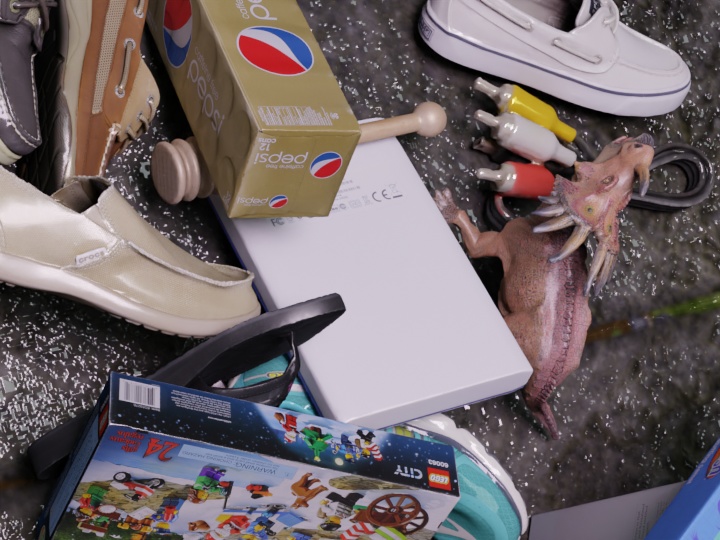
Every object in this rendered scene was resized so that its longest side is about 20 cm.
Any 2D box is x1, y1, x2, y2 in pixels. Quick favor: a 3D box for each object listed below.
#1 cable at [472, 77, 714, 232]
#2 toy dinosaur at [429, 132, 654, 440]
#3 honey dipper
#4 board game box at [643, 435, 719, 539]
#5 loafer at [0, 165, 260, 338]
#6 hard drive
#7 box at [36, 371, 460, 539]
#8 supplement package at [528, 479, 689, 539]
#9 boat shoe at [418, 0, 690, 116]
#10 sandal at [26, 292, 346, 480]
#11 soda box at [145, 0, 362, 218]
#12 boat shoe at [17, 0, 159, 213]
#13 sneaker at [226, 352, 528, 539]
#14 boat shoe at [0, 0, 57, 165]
[{"bbox_3d":[0.156,-0.062,1.248,0.200,0.050,0.097,11,68,-22],"label":"cable"},{"bbox_3d":[0.116,0.016,1.151,0.086,0.135,0.200,-6,100,-32],"label":"toy dinosaur"},{"bbox_3d":[-0.030,-0.075,1.139,0.200,0.038,0.038,-12,83,-31],"label":"honey dipper"},{"bbox_3d":[0.252,0.142,1.021,0.152,0.045,0.200,46,61,-8],"label":"board game box"},{"bbox_3d":[-0.139,-0.014,1.021,0.200,0.076,0.068,16,96,-29],"label":"loafer"},{"bbox_3d":[0.000,0.000,1.129,0.132,0.025,0.200,-13,59,-28],"label":"hard drive"},{"bbox_3d":[-0.064,0.132,1.037,0.200,0.137,0.038,14,42,-19],"label":"box"},{"bbox_3d":[0.203,0.223,1.116,0.150,0.200,0.152,17,70,-21],"label":"supplement package"},{"bbox_3d":[0.139,-0.159,1.247,0.200,0.066,0.072,16,39,-17],"label":"boat shoe"},{"bbox_3d":[-0.089,0.074,1.046,0.200,0.075,0.048,-30,79,11],"label":"sandal"},{"bbox_3d":[-0.068,-0.120,1.093,0.064,0.068,0.200,-1,45,-26],"label":"soda box"},{"bbox_3d":[-0.152,-0.105,1.100,0.074,0.076,0.200,9,74,-27],"label":"boat shoe"},{"bbox_3d":[0.005,0.118,1.110,0.200,0.078,0.080,31,37,-6],"label":"sneaker"},{"bbox_3d":[-0.203,-0.161,1.060,0.066,0.072,0.201,-17,74,8],"label":"boat shoe"}]
